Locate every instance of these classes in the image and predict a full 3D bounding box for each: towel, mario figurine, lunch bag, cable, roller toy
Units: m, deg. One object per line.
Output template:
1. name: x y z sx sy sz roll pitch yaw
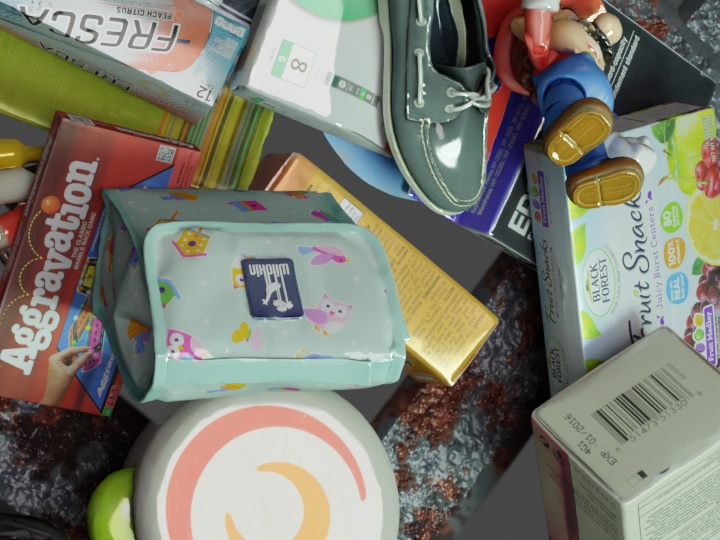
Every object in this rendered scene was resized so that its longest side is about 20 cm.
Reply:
1. towel: -0.160 -0.116 1.616 0.200 0.018 0.086 21 61 -12
2. mario figurine: 0.156 -0.135 1.605 0.106 0.200 0.124 3 126 -11
3. lunch bag: -0.074 0.021 1.519 0.170 0.200 0.122 1 110 -18
4. cable: -0.188 -0.064 1.613 0.200 0.050 0.097 -20 90 -19
5. roller toy: -0.071 0.165 1.616 0.200 0.140 0.182 38 77 -7

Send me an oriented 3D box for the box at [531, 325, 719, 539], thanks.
1. box: 0.209 0.161 1.692 0.128 0.109 0.200 -32 141 -18

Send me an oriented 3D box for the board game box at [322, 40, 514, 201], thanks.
1. board game box: 0.037 -0.153 1.702 0.158 0.039 0.200 45 71 -24

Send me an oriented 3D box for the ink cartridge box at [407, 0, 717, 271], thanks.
1. ink cartridge box: 0.153 -0.098 1.730 0.200 0.043 0.198 29 81 -33

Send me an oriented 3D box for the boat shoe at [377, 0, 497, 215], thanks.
1. boat shoe: 0.058 -0.131 1.607 0.073 0.062 0.200 -20 108 -34

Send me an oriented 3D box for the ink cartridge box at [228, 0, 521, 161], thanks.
1. ink cartridge box: 0.027 -0.163 1.635 0.200 0.050 0.161 21 83 -17

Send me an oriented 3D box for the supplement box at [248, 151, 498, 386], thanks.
1. supplement box: 0.000 0.000 1.682 0.200 0.067 0.069 37 78 -17

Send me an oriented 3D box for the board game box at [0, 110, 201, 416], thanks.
1. board game box: -0.187 -0.002 1.594 0.103 0.019 0.200 13 106 -25

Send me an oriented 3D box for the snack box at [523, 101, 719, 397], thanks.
1. snack box: 0.197 -0.010 1.716 0.142 0.053 0.200 -17 108 -28

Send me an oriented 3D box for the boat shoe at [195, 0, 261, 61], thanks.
1. boat shoe: -0.115 -0.218 1.636 0.200 0.071 0.091 29 79 -26

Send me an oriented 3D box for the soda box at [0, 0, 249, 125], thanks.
1. soda box: -0.179 -0.172 1.579 0.200 0.068 0.064 26 77 -9

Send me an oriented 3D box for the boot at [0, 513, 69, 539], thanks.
1. boot: -0.270 0.184 1.543 0.200 0.132 0.070 1 91 -22
